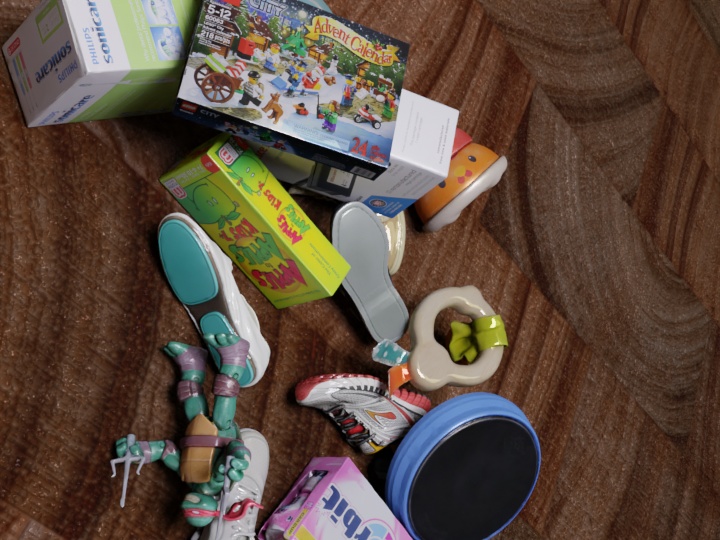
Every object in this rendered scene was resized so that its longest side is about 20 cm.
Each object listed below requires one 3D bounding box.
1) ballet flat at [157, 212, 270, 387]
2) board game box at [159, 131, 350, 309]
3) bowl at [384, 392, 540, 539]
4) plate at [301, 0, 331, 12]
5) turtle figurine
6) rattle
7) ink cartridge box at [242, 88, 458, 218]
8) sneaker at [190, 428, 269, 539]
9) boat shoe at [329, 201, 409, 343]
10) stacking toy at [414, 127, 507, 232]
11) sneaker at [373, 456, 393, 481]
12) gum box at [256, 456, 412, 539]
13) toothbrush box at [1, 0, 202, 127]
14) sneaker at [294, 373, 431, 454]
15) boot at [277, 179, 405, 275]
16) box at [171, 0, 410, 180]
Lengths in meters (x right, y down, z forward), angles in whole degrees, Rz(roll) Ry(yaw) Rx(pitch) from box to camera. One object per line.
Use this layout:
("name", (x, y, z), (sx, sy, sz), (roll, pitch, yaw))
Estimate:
("ballet flat", (-0.151, 0.027, 0.844), (0.069, 0.069, 0.200), (-35, 108, -42))
("board game box", (-0.112, -0.050, 0.863), (0.200, 0.101, 0.048), (50, 51, -21))
("bowl", (0.126, 0.241, 0.938), (0.200, 0.039, 0.201), (-10, 115, -23))
("plate", (-0.079, -0.282, 1.003), (0.200, 0.026, 0.201), (11, 74, -40))
("turtle figurine", (-0.156, 0.165, 0.761), (0.101, 0.149, 0.200), (49, 39, -59))
("rattle", (0.073, 0.106, 0.993), (0.200, 0.143, 0.130), (-34, 103, -30))
("ink cartridge box", (-0.020, -0.141, 0.850), (0.200, 0.145, 0.084), (18, 70, -17))
("sneaker", (-0.128, 0.253, 0.791), (0.075, 0.081, 0.200), (35, 57, -29))
("boat shoe", (0.000, 0.000, 0.946), (0.076, 0.060, 0.200), (-26, 124, -16))
("stacking toy", (0.085, -0.164, 1.079), (0.200, 0.146, 0.146), (48, 50, 0))
("sneaker", (0.091, 0.288, 0.988), (0.200, 0.074, 0.088), (27, 68, -36))
("gum box", (-0.014, 0.310, 0.887), (0.200, 0.066, 0.114), (55, 49, -18))
("toothbrush box", (-0.216, -0.210, 0.778), (0.200, 0.145, 0.086), (-20, 93, -42))
("sneaker", (0.008, 0.170, 0.935), (0.200, 0.078, 0.082), (24, 66, -36))
("boot", (-0.025, -0.087, 0.974), (0.155, 0.073, 0.201), (-6, 90, -39))
("box", (-0.060, -0.179, 0.742), (0.200, 0.038, 0.137), (16, 72, -18))
